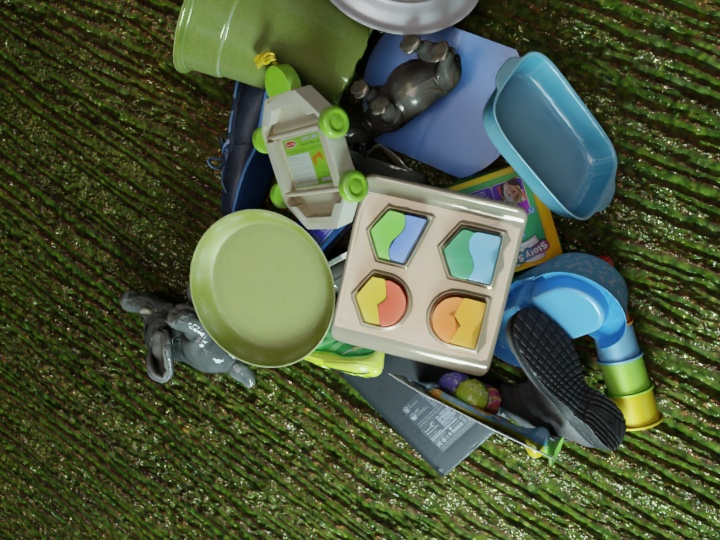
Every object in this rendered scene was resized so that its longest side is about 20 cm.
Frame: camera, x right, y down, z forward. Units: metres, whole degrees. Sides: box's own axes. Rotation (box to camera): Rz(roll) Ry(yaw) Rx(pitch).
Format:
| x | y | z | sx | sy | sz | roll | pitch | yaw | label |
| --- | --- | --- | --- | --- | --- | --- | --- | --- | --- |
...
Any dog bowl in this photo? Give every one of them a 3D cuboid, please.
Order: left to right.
| x | y | z | sx | sy | sz | roll | pitch | yaw | label |
| --- | --- | --- | --- | --- | --- | --- | --- | --- | --- |
| 0.215 | 0.046 | 0.750 | 0.111 | 0.050 | 0.200 | 44 | 145 | -7 | dog bowl |

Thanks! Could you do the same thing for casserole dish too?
| x | y | z | sx | sy | sz | roll | pitch | yaw | label |
| --- | --- | --- | --- | --- | --- | --- | --- | --- | --- |
| 0.203 | -0.141 | 0.717 | 0.200 | 0.121 | 0.039 | 45 | 154 | -20 | casserole dish |

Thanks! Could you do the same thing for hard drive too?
| x | y | z | sx | sy | sz | roll | pitch | yaw | label |
| --- | --- | --- | --- | --- | --- | --- | --- | --- | --- |
| 0.084 | 0.157 | 0.877 | 0.200 | 0.033 | 0.140 | 44 | 112 | 7 | hard drive |

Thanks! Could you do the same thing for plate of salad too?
| x | y | z | sx | sy | sz | roll | pitch | yaw | label |
| --- | --- | --- | --- | --- | --- | --- | --- | --- | --- |
| 0.041 | -0.342 | 0.742 | 0.200 | 0.048 | 0.200 | 3 | 71 | -8 | plate of salad |

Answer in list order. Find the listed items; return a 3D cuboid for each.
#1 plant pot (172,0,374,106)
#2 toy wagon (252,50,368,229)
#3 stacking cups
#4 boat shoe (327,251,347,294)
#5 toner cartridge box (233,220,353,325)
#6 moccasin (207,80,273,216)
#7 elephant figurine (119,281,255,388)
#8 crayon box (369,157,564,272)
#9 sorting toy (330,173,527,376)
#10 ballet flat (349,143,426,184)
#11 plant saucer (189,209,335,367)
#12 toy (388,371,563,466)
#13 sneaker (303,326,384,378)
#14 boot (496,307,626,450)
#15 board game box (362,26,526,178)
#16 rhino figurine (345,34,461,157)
| x | y | z | sx | sy | sz | roll | pitch | yaw | label |
| --- | --- | --- | --- | --- | --- | --- | --- | --- | --- |
| -0.086 | -0.283 | 0.770 | 0.190 | 0.200 | 0.200 | 25 | 110 | -6 | plant pot |
| -0.063 | -0.143 | 0.726 | 0.155 | 0.040 | 0.200 | 3 | 114 | 53 | toy wagon |
| 0.302 | 0.082 | 0.770 | 0.060 | 0.060 | 0.200 | -12 | 94 | 22 | stacking cups |
| -0.001 | 0.000 | 0.855 | 0.202 | 0.072 | 0.060 | -32 | 84 | 19 | boat shoe |
| -0.078 | -0.020 | 0.866 | 0.043 | 0.095 | 0.200 | 44 | 113 | 7 | toner cartridge box |
| -0.153 | -0.166 | 0.883 | 0.068 | 0.080 | 0.200 | 17 | 92 | 20 | moccasin |
| -0.256 | 0.094 | 0.954 | 0.200 | 0.155 | 0.141 | -23 | 136 | 33 | elephant figurine |
| 0.122 | -0.044 | 0.773 | 0.200 | 0.058 | 0.119 | -18 | 98 | 4 | crayon box |
| 0.072 | 0.008 | 0.729 | 0.185 | 0.036 | 0.200 | 13 | 103 | 7 | sorting toy |
| -0.007 | -0.142 | 0.841 | 0.200 | 0.067 | 0.064 | 30 | 82 | 12 | ballet flat |
| -0.119 | 0.022 | 0.823 | 0.200 | 0.031 | 0.200 | 4 | 103 | 18 | plant saucer |
| 0.142 | 0.155 | 0.765 | 0.200 | 0.115 | 0.047 | 28 | 86 | 27 | toy |
| -0.044 | 0.087 | 0.886 | 0.200 | 0.074 | 0.084 | 11 | 75 | 36 | sneaker |
| 0.200 | 0.136 | 0.768 | 0.200 | 0.070 | 0.132 | 54 | 150 | -10 | boot |
| 0.100 | -0.208 | 0.794 | 0.200 | 0.039 | 0.158 | 26 | 115 | 16 | board game box |
| 0.032 | -0.191 | 0.757 | 0.200 | 0.087 | 0.060 | -35 | 73 | 27 | rhino figurine |
